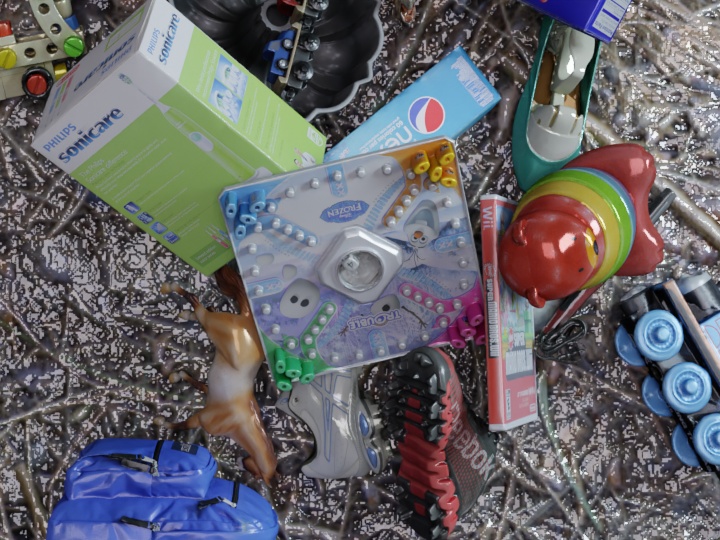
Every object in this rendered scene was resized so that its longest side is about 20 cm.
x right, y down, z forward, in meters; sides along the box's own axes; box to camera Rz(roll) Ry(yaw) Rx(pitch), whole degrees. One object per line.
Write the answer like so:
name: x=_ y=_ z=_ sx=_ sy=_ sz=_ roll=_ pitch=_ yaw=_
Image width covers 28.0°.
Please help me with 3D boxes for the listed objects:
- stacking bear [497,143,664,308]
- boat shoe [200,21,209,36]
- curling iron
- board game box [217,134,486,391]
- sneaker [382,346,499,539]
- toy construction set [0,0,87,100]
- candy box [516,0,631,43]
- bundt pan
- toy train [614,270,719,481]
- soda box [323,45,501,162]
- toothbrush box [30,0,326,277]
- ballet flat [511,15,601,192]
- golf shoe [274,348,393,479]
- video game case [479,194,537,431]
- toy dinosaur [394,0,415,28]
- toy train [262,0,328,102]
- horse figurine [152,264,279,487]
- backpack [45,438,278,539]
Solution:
stacking bear: x=0.179 y=-0.029 z=1.238 sx=0.113 sy=0.200 sz=0.122 roll=-2 pitch=104 yaw=26
boat shoe: x=-0.165 y=-0.147 z=1.332 sx=0.066 sy=0.057 sz=0.201 roll=6 pitch=87 yaw=-1
curling iron: x=0.233 y=0.006 z=1.348 sx=0.049 sy=0.026 sz=0.200 roll=34 pitch=84 yaw=30
board game box: x=0.000 y=0.000 z=1.217 sx=0.199 sy=0.026 sz=0.201 roll=-13 pitch=121 yaw=1
sneaker: x=0.075 y=0.143 z=1.284 sx=0.098 sy=0.071 sz=0.201 roll=-30 pitch=129 yaw=-33
toy construction set: x=-0.331 y=-0.221 z=1.314 sx=0.199 sy=0.092 sz=0.132 roll=-7 pitch=112 yaw=6
candy box: x=0.189 y=-0.327 z=1.278 sx=0.169 sy=0.077 sz=0.201 roll=33 pitch=102 yaw=27
bundt pan: x=-0.084 y=-0.217 z=1.309 sx=0.201 sy=0.076 sz=0.203 roll=5 pitch=74 yaw=-18
toy train: x=0.317 y=0.093 z=1.323 sx=0.114 sy=0.087 sz=0.201 roll=-28 pitch=86 yaw=-11
soda box: x=0.032 y=-0.117 z=1.330 sx=0.200 sy=0.068 sz=0.064 roll=-38 pitch=90 yaw=-3
toothbrush box: x=-0.150 y=-0.109 z=1.217 sx=0.200 sy=0.086 sz=0.145 roll=37 pitch=127 yaw=-27
ballet flat: x=0.183 y=-0.163 z=1.334 sx=0.067 sy=0.070 sz=0.201 roll=10 pitch=88 yaw=-5
golf shoe: x=-0.037 y=0.095 z=1.318 sx=0.097 sy=0.078 sz=0.201 roll=-14 pitch=87 yaw=4
video game case: x=0.134 y=0.038 z=1.290 sx=0.017 sy=0.143 sz=0.201 roll=-3 pitch=87 yaw=18
toy dinosaur: x=0.053 y=-0.335 z=1.327 sx=0.085 sy=0.136 sz=0.201 roll=24 pitch=61 yaw=14
toy train: x=-0.051 y=-0.243 z=1.268 sx=0.046 sy=0.034 sz=0.201 roll=15 pitch=72 yaw=-11
horse figurine: x=-0.125 y=0.084 z=1.292 sx=0.132 sy=0.050 sz=0.201 roll=17 pitch=107 yaw=35
backpack: x=-0.167 y=0.236 z=1.257 sx=0.199 sy=0.163 sz=0.169 roll=7 pitch=97 yaw=-4
